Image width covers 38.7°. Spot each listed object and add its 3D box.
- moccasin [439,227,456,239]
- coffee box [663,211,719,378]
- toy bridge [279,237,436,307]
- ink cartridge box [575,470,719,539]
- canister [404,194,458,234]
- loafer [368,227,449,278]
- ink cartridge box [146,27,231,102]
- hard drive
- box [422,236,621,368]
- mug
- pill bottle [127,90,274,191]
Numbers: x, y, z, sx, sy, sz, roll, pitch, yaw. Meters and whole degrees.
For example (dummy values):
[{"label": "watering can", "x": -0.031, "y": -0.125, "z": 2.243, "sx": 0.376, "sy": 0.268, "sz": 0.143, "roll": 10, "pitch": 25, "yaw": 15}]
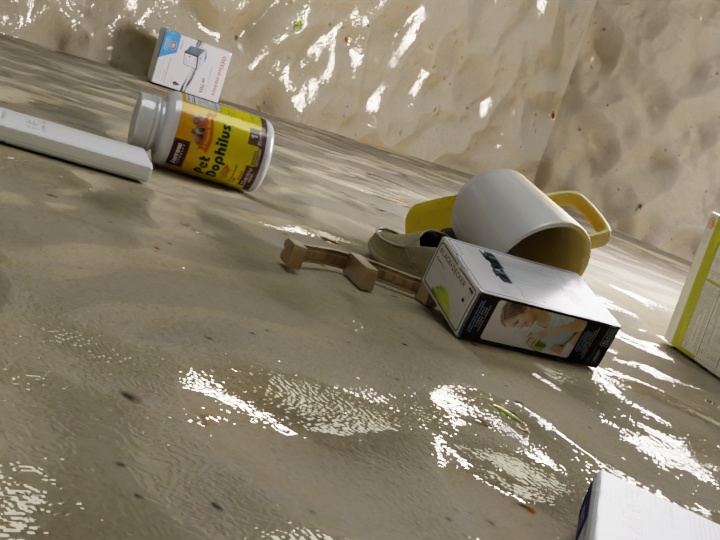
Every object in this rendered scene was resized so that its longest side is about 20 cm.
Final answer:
[{"label": "moccasin", "x": 0.187, "y": 0.000, "z": 1.381, "sx": 0.198, "sy": 0.075, "sz": 0.078, "roll": 20, "pitch": 1, "yaw": 20}, {"label": "coffee box", "x": 0.585, "y": 0.060, "z": 1.435, "sx": 0.196, "sy": 0.203, "sz": 0.198, "roll": 15, "pitch": 11, "yaw": -16}, {"label": "toy bridge", "x": 0.000, "y": 0.000, "z": 1.164, "sx": 0.197, "sy": 0.028, "sz": 0.067, "roll": 16, "pitch": 11, "yaw": -25}, {"label": "ink cartridge box", "x": 0.209, "y": 0.190, "z": 0.550, "sx": 0.197, "sy": 0.044, "sz": 0.196, "roll": 24, "pitch": 10, "yaw": 13}, {"label": "canister", "x": 0.180, "y": -0.059, "z": 1.532, "sx": 0.147, "sy": 0.088, "sz": 0.198, "roll": -8, "pitch": -9, "yaw": 44}, {"label": "loafer", "x": 0.081, "y": -0.021, "z": 1.301, "sx": 0.075, "sy": 0.069, "sz": 0.199, "roll": 11, "pitch": 13, "yaw": -37}, {"label": "ink cartridge box", "x": -0.474, "y": -0.568, "z": 2.835, "sx": 0.197, "sy": 0.149, "sz": 0.086, "roll": 14, "pitch": 10, "yaw": -25}, {"label": "hard drive", "x": -0.373, "y": -0.163, "z": 1.319, "sx": 0.197, "sy": 0.027, "sz": 0.132, "roll": 16, "pitch": 11, "yaw": -21}, {"label": "box", "x": 0.179, "y": 0.036, "z": 1.147, "sx": 0.197, "sy": 0.061, "sz": 0.117, "roll": 14, "pitch": 26, "yaw": -28}, {"label": "mug", "x": 0.200, "y": -0.043, "z": 1.293, "sx": 0.184, "sy": 0.150, "sz": 0.154, "roll": 15, "pitch": 31, "yaw": -39}, {"label": "pill bottle", "x": -0.232, "y": -0.191, "z": 1.483, "sx": 0.197, "sy": 0.111, "sz": 0.109, "roll": 15, "pitch": 11, "yaw": -21}]
